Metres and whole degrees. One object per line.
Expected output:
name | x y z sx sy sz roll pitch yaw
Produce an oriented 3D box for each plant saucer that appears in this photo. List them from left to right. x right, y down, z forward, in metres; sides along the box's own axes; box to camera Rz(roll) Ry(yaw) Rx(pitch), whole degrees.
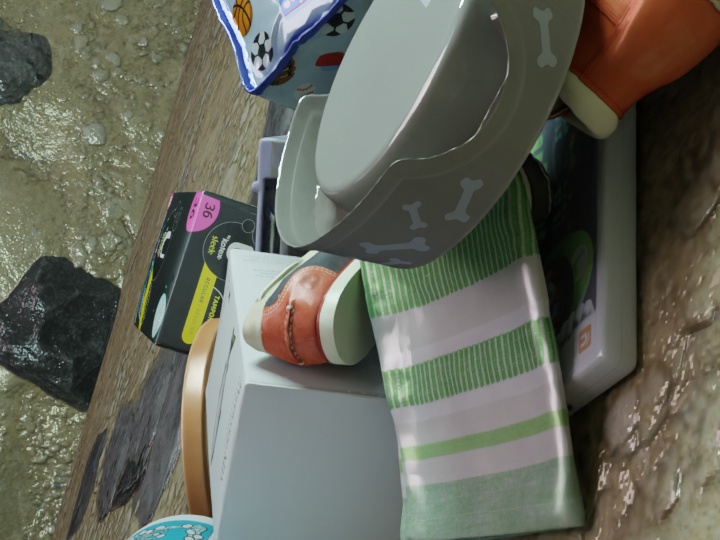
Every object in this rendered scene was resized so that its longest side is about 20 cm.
plant saucer | -0.095 0.137 1.007 0.200 0.032 0.203 -6 -90 -80

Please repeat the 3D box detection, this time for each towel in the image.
towel | 0.047 0.035 0.652 0.152 0.023 0.202 -29 65 58

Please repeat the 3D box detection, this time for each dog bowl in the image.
dog bowl | 0.032 -0.092 0.608 0.200 0.058 0.201 -50 25 35

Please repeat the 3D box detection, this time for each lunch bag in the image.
lunch bag | -0.017 -0.204 0.882 0.124 0.169 0.201 -41 55 25

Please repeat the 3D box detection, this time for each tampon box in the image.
tampon box | -0.137 0.010 1.273 0.200 0.125 0.151 -173 100 -74

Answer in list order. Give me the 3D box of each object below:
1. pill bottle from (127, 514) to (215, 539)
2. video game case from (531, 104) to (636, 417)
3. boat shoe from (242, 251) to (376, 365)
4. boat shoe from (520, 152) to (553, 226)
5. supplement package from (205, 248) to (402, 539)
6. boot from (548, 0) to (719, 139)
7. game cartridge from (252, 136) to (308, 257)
pill bottle | -0.112 0.212 0.755 0.200 0.110 0.112 -49 -20 -82
video game case | 0.091 -0.001 0.692 0.182 0.023 0.202 130 153 -53
boat shoe | 0.000 0.000 0.788 0.200 0.062 0.072 -44 -53 -55
boat shoe | 0.050 -0.064 0.729 0.201 0.060 0.072 30 121 55
supplement package | -0.034 0.082 0.828 0.200 0.116 0.118 -111 31 -66
boot | 0.106 -0.129 0.632 0.107 0.075 0.200 -49 22 9
game cartridge | -0.058 -0.003 0.998 0.130 0.038 0.202 -54 -32 -81
